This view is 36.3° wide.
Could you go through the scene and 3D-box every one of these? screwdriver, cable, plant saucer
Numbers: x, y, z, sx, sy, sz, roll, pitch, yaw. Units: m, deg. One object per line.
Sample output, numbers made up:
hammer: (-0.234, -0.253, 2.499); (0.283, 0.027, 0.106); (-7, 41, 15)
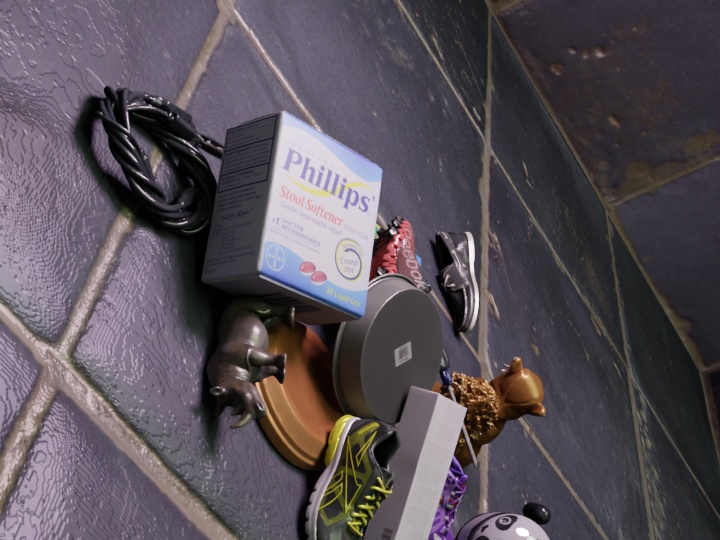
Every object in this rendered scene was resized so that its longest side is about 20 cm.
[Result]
screwdriver: (0.129, 0.175, 1.525); (0.029, 0.028, 0.202); (-21, 89, -50)
cable: (-0.234, -0.127, 1.251); (0.200, 0.050, 0.165); (30, 46, -61)
plant saucer: (-0.072, 0.143, 1.345); (0.200, 0.037, 0.201); (47, 30, -37)

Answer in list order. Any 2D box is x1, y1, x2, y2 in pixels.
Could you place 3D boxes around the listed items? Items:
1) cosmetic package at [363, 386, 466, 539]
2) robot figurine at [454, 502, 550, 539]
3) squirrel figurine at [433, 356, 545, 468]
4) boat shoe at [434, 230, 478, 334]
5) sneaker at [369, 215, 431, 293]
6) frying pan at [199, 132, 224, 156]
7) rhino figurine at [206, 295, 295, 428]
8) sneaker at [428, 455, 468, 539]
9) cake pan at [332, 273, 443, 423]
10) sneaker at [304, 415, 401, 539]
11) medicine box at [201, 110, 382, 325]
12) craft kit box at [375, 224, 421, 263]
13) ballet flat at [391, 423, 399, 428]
cosmetic package: (0.070, 0.257, 1.402); (0.082, 0.050, 0.202); (32, 73, -50)
robot figurine: (0.191, 0.392, 1.505); (0.200, 0.123, 0.152); (117, -24, -77)
squirrel figurine: (0.177, 0.209, 1.627); (0.200, 0.185, 0.143); (0, 68, -65)
boat shoe: (0.169, 0.021, 1.974); (0.067, 0.072, 0.202); (8, 61, -21)
sneaker: (0.052, 0.006, 1.520); (0.098, 0.071, 0.201); (38, 35, -18)
frying pan: (-0.153, -0.158, 1.476); (0.190, 0.031, 0.116); (50, 27, -39)
rhino figurine: (-0.125, 0.102, 1.221); (0.201, 0.086, 0.060); (-83, -179, -49)
sneaker: (0.109, 0.308, 1.490); (0.081, 0.083, 0.202); (-11, 95, -69)
cake pan: (0.042, 0.106, 1.404); (0.199, 0.036, 0.203); (-14, 108, -48)
sneaker: (-0.006, 0.258, 1.275); (0.075, 0.084, 0.202); (48, 44, -47)
medicine box: (-0.078, -0.057, 1.316); (0.181, 0.102, 0.202); (25, 66, -43)
craft kit box: (0.000, 0.000, 1.568); (0.197, 0.048, 0.201); (40, 32, -22)
ballet flat: (0.041, 0.182, 1.509); (0.073, 0.073, 0.201); (52, 27, -28)
